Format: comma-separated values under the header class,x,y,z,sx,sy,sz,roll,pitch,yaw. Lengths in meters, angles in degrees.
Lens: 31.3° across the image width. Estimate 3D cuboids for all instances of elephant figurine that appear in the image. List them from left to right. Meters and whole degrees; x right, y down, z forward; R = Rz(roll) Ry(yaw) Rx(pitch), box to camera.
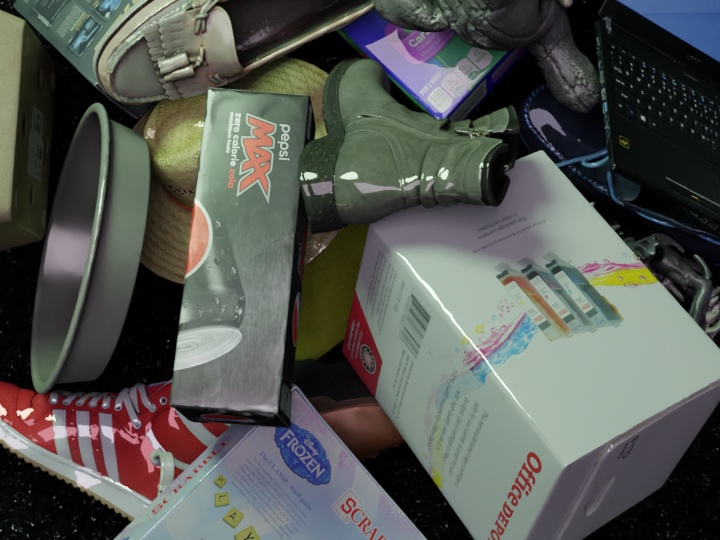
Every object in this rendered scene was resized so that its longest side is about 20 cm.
class,x,y,z,sx,sy,sz,roll,pitch,yaw
elephant figurine,0.075,-0.204,0.819,0.153,0.142,0.202,-9,81,-1

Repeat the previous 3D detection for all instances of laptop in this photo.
class,x,y,z,sx,sy,sz,roll,pitch,yaw
laptop,0.252,-0.136,0.852,0.176,0.103,0.202,22,51,-27

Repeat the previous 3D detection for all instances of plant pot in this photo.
class,x,y,z,sx,sy,sz,roll,pitch,yaw
plant pot,-0.314,-0.101,0.903,0.175,0.200,0.203,2,85,-4

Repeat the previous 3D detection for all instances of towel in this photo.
class,x,y,z,sx,sy,sz,roll,pitch,yaw
towel,0.000,0.000,0.924,0.199,0.018,0.086,-36,122,1

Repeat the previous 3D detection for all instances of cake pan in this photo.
class,x,y,z,sx,sy,sz,roll,pitch,yaw
cake pan,-0.187,-0.013,0.887,0.036,0.200,0.203,12,85,-22

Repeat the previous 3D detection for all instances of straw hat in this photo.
class,x,y,z,sx,sy,sz,roll,pitch,yaw
straw hat,-0.102,-0.086,0.899,0.199,0.085,0.203,-7,67,15

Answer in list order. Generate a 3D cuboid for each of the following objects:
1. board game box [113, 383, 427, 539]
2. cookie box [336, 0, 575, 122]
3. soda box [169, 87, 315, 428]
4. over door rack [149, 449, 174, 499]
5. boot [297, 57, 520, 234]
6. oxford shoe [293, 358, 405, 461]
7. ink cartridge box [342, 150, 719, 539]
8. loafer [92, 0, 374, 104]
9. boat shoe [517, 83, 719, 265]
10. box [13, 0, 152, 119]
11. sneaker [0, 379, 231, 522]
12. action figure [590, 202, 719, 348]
class,x,y,z,sx,sy,sz,roll,pitch,yaw
board game box,-0.057,0.211,0.839,0.199,0.041,0.201,-43,107,-12
cookie box,0.046,-0.229,0.934,0.200,0.075,0.171,44,91,8
soda box,-0.071,-0.007,0.799,0.070,0.063,0.202,4,76,2
over door rack,-0.086,0.225,0.887,0.146,0.067,0.203,6,93,-20
boot,0.040,-0.083,0.818,0.129,0.201,0.068,-6,120,11
oxford shoe,0.015,0.101,0.923,0.197,0.072,0.072,-5,116,0
ink cartridge box,0.105,0.058,0.818,0.144,0.146,0.201,-22,59,-26
loafer,-0.079,-0.163,0.847,0.199,0.072,0.063,-28,43,-12
boat shoe,0.204,-0.078,0.910,0.199,0.069,0.085,28,88,7
box,-0.145,-0.226,0.920,0.201,0.051,0.158,-52,46,2
sneaker,-0.181,0.101,0.926,0.199,0.071,0.113,29,92,-1
action figure,0.214,0.043,0.878,0.199,0.119,0.102,37,82,1
